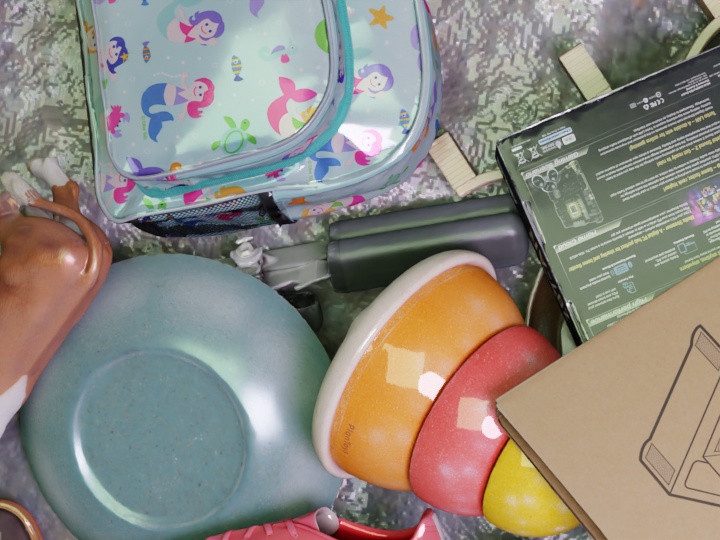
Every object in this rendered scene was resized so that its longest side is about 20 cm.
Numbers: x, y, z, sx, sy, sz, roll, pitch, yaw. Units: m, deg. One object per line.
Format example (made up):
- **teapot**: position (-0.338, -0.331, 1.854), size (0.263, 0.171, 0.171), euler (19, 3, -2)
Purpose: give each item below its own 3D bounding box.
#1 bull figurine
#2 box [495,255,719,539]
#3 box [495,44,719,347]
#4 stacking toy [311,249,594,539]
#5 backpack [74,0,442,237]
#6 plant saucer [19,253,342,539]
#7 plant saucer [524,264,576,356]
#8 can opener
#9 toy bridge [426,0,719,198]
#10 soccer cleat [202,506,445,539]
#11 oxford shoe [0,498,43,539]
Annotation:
- **bull figurine**: position (-0.211, 0.029, 1.169), size (0.200, 0.065, 0.121), euler (-47, 56, 23)
- **box**: position (0.194, 0.076, 1.033), size (0.200, 0.021, 0.164), euler (-31, 62, -16)
- **box**: position (0.195, -0.035, 1.127), size (0.200, 0.044, 0.160), euler (-24, 82, 0)
- **stacking toy**: position (0.086, 0.095, 1.098), size (0.200, 0.146, 0.146), euler (36, 92, 25)
- **backpack**: position (-0.055, -0.116, 1.154), size (0.200, 0.151, 0.178), euler (-6, 82, 3)
- **plant saucer**: position (-0.108, 0.092, 1.172), size (0.201, 0.039, 0.201), euler (3, 101, 14)
- **plant saucer**: position (0.193, 0.042, 1.166), size (0.200, 0.034, 0.200), euler (-1, 86, 8)
- **can opener**: position (0.000, 0.000, 1.190), size (0.200, 0.053, 0.067), euler (-14, 117, 8)
- **toy bridge**: position (0.138, -0.098, 1.183), size (0.200, 0.027, 0.067), euler (-33, 84, 4)
- **soccer cleat**: position (-0.048, 0.163, 1.137), size (0.200, 0.068, 0.073), euler (1, 104, 11)
- **oxford shoe**: position (-0.219, 0.233, 1.187), size (0.071, 0.073, 0.200), euler (3, 87, 8)
